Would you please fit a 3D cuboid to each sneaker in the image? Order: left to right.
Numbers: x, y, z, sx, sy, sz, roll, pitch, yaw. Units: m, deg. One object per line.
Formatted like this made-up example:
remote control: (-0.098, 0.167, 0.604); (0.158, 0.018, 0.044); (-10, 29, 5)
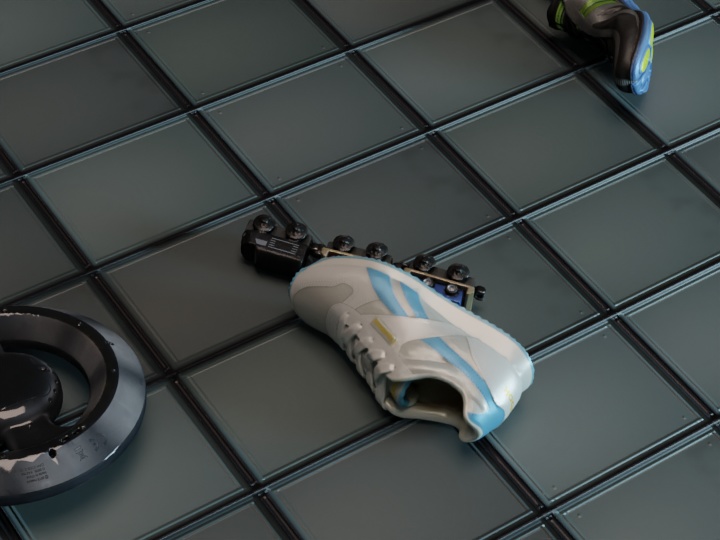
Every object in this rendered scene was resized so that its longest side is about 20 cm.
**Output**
sneaker: (0.026, 0.056, 1.378); (0.200, 0.077, 0.081); (25, 51, 20)
sneaker: (0.214, -0.222, 1.670); (0.082, 0.071, 0.200); (-10, 43, -8)

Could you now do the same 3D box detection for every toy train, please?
toy train: (0.000, 0.000, 1.456); (0.199, 0.034, 0.046); (14, 50, 8)

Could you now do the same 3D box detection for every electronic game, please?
electronic game: (-0.255, 0.093, 1.326); (0.199, 0.042, 0.200); (1, 39, -1)
